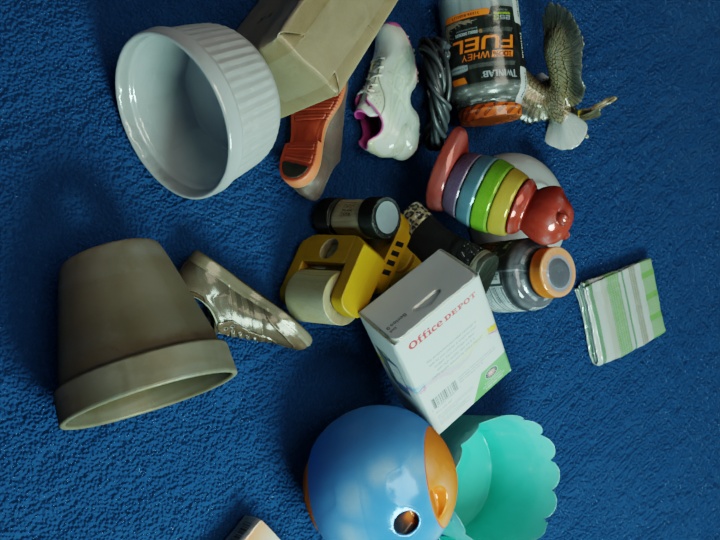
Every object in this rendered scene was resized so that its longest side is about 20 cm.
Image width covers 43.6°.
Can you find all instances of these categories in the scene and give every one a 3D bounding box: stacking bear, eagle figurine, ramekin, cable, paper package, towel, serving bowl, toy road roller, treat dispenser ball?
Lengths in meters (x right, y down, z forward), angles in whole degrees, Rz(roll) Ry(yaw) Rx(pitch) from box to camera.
[{"bbox_3d":[0.203,-0.100,1.262,0.114,0.199,0.122,-59,158,-18],"label":"stacking bear"},{"bbox_3d":[0.299,-0.303,1.454,0.152,0.151,0.200,-51,125,-16],"label":"eagle figurine"},{"bbox_3d":[-0.186,-0.196,1.065,0.105,0.200,0.201,-34,105,-41],"label":"ramekin"},{"bbox_3d":[0.103,-0.251,1.290,0.051,0.200,0.164,2,108,2],"label":"cable"},{"bbox_3d":[-0.077,-0.297,1.143,0.103,0.200,0.191,41,64,-26],"label":"paper package"},{"bbox_3d":[0.462,0.071,1.595,0.199,0.031,0.150,-17,98,-37],"label":"towel"},{"bbox_3d":[0.265,-0.094,1.445,0.199,0.066,0.201,4,83,-35],"label":"serving bowl"},{"bbox_3d":[0.000,0.000,1.223,0.146,0.123,0.201,42,64,-37],"label":"toy road roller"},{"bbox_3d":[0.025,0.276,1.166,0.200,0.200,0.202,3,84,-34],"label":"treat dispenser ball"}]

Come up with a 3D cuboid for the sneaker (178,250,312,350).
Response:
[{"bbox_3d":[-0.154,0.057,1.153,0.200,0.070,0.076,38,85,-23],"label":"sneaker"}]

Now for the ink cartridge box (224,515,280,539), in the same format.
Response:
[{"bbox_3d":[-0.127,0.438,1.140,0.200,0.050,0.162,51,61,-17],"label":"ink cartridge box"}]

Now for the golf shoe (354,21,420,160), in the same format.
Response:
[{"bbox_3d":[0.034,-0.259,1.294,0.091,0.075,0.201,-4,87,-31],"label":"golf shoe"}]

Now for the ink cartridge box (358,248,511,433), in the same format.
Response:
[{"bbox_3d":[0.102,0.095,1.187,0.145,0.087,0.200,-38,135,-14],"label":"ink cartridge box"}]

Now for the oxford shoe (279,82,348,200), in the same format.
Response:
[{"bbox_3d":[-0.056,-0.191,1.242,0.073,0.071,0.201,49,54,-54],"label":"oxford shoe"}]

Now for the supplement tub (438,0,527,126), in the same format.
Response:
[{"bbox_3d":[0.188,-0.327,1.375,0.122,0.122,0.201,-7,90,-35],"label":"supplement tub"}]

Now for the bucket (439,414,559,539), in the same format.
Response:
[{"bbox_3d":[0.171,0.303,1.305,0.206,0.135,0.208,3,84,-34],"label":"bucket"}]

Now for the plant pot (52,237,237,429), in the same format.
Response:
[{"bbox_3d":[-0.259,0.065,1.011,0.199,0.200,0.174,-13,77,-35],"label":"plant pot"}]

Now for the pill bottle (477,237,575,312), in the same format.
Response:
[{"bbox_3d":[0.218,0.008,1.322,0.106,0.200,0.107,3,84,-35],"label":"pill bottle"}]

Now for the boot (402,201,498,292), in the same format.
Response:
[{"bbox_3d":[0.104,0.013,1.311,0.154,0.204,0.073,41,44,23],"label":"boot"}]
